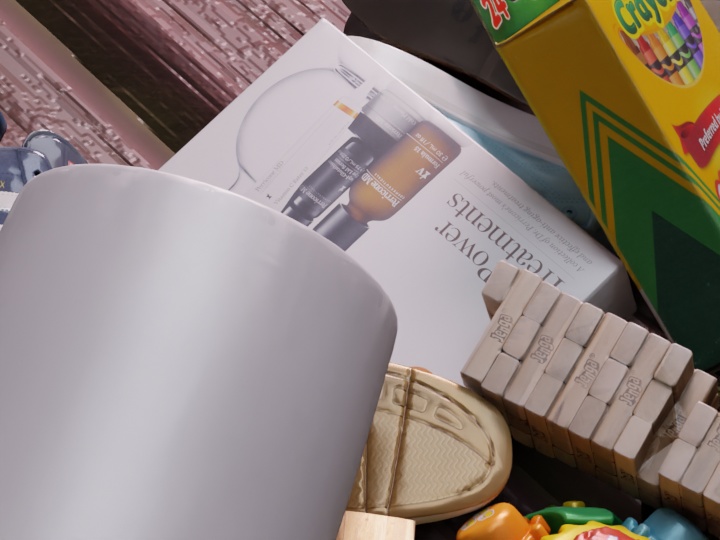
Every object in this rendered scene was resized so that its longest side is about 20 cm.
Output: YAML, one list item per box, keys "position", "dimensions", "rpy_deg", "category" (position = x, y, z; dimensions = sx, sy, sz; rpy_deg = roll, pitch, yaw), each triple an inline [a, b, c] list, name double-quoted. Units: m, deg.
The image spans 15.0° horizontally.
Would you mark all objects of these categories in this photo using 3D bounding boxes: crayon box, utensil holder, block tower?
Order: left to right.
- position: [-0.089, 0.085, 1.011]
  dimensions: [0.169, 0.170, 0.201]
  rpy_deg: [16, 67, 4]
  category: "utensil holder"
- position: [0.131, -0.066, 1.205]
  dimensions: [0.201, 0.051, 0.127]
  rpy_deg: [58, 29, -5]
  category: "crayon box"
- position: [0.133, 0.068, 1.110]
  dimensions: [0.199, 0.054, 0.058]
  rpy_deg: [27, 74, 18]
  category: "block tower"

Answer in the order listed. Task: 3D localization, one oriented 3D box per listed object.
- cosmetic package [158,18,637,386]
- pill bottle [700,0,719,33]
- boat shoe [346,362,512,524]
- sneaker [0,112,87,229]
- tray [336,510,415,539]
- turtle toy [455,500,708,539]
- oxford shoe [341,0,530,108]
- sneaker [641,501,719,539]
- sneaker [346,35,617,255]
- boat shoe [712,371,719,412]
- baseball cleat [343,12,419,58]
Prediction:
- position: [0.000, 0.000, 1.224]
  dimensions: [0.151, 0.052, 0.200]
  rpy_deg: [-45, 61, -10]
  category: "cosmetic package"
- position: [0.140, -0.168, 1.339]
  dimensions: [0.200, 0.113, 0.112]
  rpy_deg: [40, 47, 14]
  category: "pill bottle"
- position: [-0.035, 0.081, 1.134]
  dimensions: [0.199, 0.069, 0.071]
  rpy_deg: [0, 63, 8]
  category: "boat shoe"
- position: [-0.141, -0.010, 1.209]
  dimensions: [0.084, 0.075, 0.200]
  rpy_deg: [-41, 60, -8]
  category: "sneaker"
- position: [-0.009, 0.196, 1.013]
  dimensions: [0.037, 0.099, 0.201]
  rpy_deg: [8, 41, -2]
  category: "tray"
- position: [0.093, 0.164, 1.073]
  dimensions: [0.145, 0.101, 0.201]
  rpy_deg: [2, 42, -12]
  category: "turtle toy"
- position: [0.054, -0.125, 1.343]
  dimensions: [0.200, 0.071, 0.071]
  rpy_deg: [39, 5, 27]
  category: "oxford shoe"
- position: [0.209, 0.140, 1.153]
  dimensions: [0.075, 0.071, 0.200]
  rpy_deg: [-21, 52, -34]
  category: "sneaker"
- position: [0.061, -0.035, 1.327]
  dimensions: [0.199, 0.074, 0.082]
  rpy_deg: [25, 77, 3]
  category: "sneaker"
- position: [0.227, 0.053, 1.260]
  dimensions: [0.201, 0.060, 0.072]
  rpy_deg: [-5, 44, -19]
  category: "boat shoe"
- position: [0.071, -0.166, 1.432]
  dimensions: [0.199, 0.107, 0.070]
  rpy_deg: [-13, 13, -35]
  category: "baseball cleat"
